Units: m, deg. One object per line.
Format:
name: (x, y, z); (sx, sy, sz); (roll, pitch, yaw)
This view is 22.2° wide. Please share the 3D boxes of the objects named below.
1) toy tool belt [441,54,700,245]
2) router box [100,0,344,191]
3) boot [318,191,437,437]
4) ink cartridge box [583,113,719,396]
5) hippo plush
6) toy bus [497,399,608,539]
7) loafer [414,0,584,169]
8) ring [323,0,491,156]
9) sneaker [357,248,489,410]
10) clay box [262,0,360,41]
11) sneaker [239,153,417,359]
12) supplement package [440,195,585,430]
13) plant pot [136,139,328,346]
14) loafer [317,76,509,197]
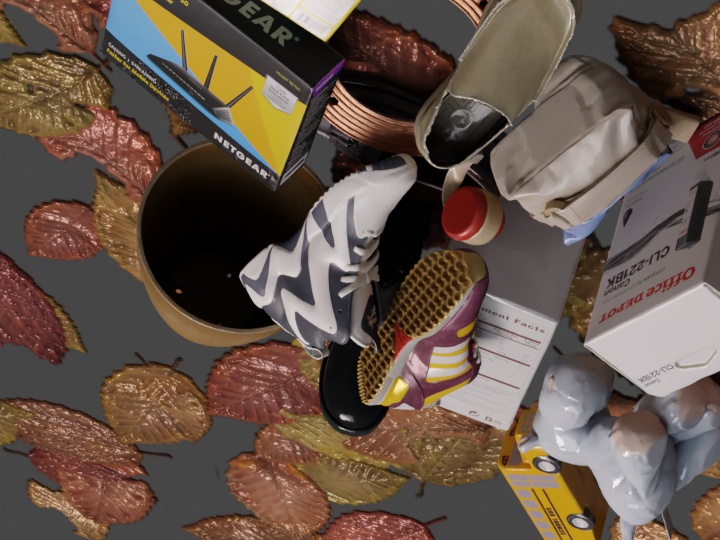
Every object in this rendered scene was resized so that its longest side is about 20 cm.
toy tool belt: (0.174, -0.077, 1.497); (0.123, 0.125, 0.200); (20, 129, -40)
router box: (-0.118, -0.179, 1.524); (0.200, 0.051, 0.149); (38, 145, 9)
boot: (0.016, 0.034, 1.675); (0.073, 0.198, 0.162); (16, 151, 1)
ink cartridge box: (0.272, -0.017, 1.467); (0.084, 0.200, 0.144); (34, 142, -19)
hippo plush: (0.255, 0.154, 1.791); (0.161, 0.159, 0.200); (34, 139, 36)
toy bus: (0.205, 0.217, 1.931); (0.078, 0.065, 0.200); (-2, 140, 31)
loafer: (0.110, -0.151, 1.436); (0.076, 0.068, 0.200); (26, 123, -12)
ring: (0.039, -0.180, 1.493); (0.200, 0.019, 0.201); (7, 130, 9)
sneaker: (0.074, 0.051, 1.580); (0.090, 0.075, 0.200); (9, 142, -26)
clay box: (-0.017, -0.275, 1.380); (0.115, 0.048, 0.200); (32, 132, -15)
sneaker: (0.000, 0.000, 1.559); (0.199, 0.079, 0.130); (-39, 81, 22)
supplement package: (0.120, 0.036, 1.685); (0.117, 0.117, 0.200); (21, 144, 3)
plant pot: (-0.127, -0.002, 1.729); (0.186, 0.187, 0.200); (23, 158, -4)
loafer: (0.036, -0.111, 1.578); (0.200, 0.063, 0.072); (17, 145, 5)
